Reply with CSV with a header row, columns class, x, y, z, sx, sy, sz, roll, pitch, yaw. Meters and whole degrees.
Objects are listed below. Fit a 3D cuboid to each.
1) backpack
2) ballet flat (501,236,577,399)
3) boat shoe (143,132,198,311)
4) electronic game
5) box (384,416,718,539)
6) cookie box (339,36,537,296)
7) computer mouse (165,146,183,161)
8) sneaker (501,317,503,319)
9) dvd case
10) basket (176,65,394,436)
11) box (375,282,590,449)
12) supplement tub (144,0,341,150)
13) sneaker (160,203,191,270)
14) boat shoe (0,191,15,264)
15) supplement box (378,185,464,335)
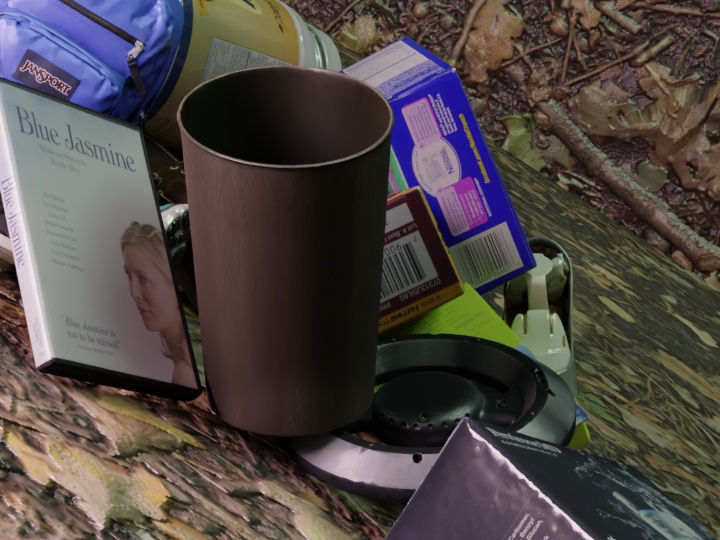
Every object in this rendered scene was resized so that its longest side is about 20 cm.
class,x,y,z,sx,sy,sz,roll,pitch,yaw
backpack,-0.218,-0.147,1.571,0.162,0.201,0.168,30,11,-14
ballet flat,0.131,0.043,1.630,0.067,0.064,0.201,2,35,4
boat shoe,-0.126,-0.047,1.637,0.070,0.071,0.200,-2,43,-47
electronic game,0.045,0.097,1.438,0.198,0.042,0.200,-3,27,1
box,0.148,0.203,1.304,0.196,0.118,0.200,20,16,-48
cookie box,0.055,-0.082,1.696,0.200,0.075,0.172,-126,-168,-75
computer mouse,-0.162,-0.062,1.765,0.138,0.053,0.200,36,24,6
sneaker,0.119,0.099,1.666,0.078,0.090,0.201,27,31,-25
dvd case,-0.170,-0.019,1.366,0.142,0.017,0.201,17,51,-52
basket,-0.046,-0.007,1.378,0.135,0.202,0.181,-3,24,-7
box,0.074,0.097,1.529,0.200,0.121,0.048,49,-13,54
supplement tub,-0.127,-0.166,1.756,0.199,0.145,0.144,15,20,-41
sneaker,-0.173,-0.023,1.504,0.079,0.078,0.200,26,9,16
boat shoe,-0.254,-0.053,1.373,0.199,0.061,0.074,26,-11,-5
supplement box,0.000,0.000,1.593,0.200,0.110,0.086,180,-114,-84
